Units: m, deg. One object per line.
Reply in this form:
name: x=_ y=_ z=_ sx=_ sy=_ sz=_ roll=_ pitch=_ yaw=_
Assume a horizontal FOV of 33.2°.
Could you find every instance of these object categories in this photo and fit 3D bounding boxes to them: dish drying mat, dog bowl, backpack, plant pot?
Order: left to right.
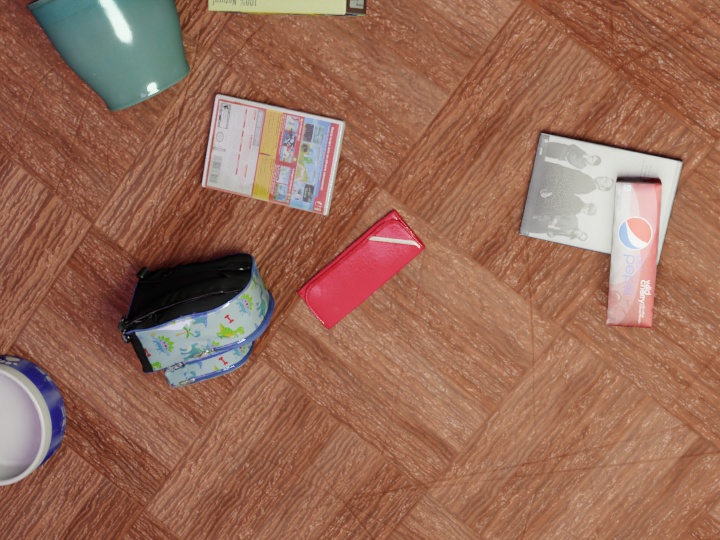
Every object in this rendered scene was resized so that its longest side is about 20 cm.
dog bowl: x=-0.582 y=0.241 z=1.955 sx=0.200 sy=0.079 sz=0.200 roll=3 pitch=101 yaw=13
plant pot: x=-0.343 y=-0.341 z=1.737 sx=0.200 sy=0.200 sz=0.188 roll=-21 pitch=111 yaw=16
backpack: x=-0.229 y=0.068 z=1.791 sx=0.200 sy=0.183 sz=0.147 roll=-17 pitch=119 yaw=13
dish drying mat: x=0.000 y=0.000 z=1.801 sx=0.200 sy=0.018 sz=0.077 roll=-40 pitch=91 yaw=17

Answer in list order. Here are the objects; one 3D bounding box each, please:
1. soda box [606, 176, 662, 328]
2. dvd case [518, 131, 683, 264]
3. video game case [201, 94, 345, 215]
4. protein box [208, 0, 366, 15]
soda box: x=0.374 y=-0.025 z=1.655 sx=0.063 sy=0.070 sz=0.200 roll=3 pitch=101 yaw=12
dvd case: x=0.336 y=-0.102 z=1.699 sx=0.200 sy=0.025 sz=0.150 roll=13 pitch=103 yaw=10
video game case: x=-0.131 y=-0.173 z=1.800 sx=0.200 sy=0.017 sz=0.143 roll=14 pitch=103 yaw=11
protein box: x=-0.097 y=-0.456 z=1.675 sx=0.198 sy=0.135 sz=0.200 roll=4 pitch=101 yaw=12
